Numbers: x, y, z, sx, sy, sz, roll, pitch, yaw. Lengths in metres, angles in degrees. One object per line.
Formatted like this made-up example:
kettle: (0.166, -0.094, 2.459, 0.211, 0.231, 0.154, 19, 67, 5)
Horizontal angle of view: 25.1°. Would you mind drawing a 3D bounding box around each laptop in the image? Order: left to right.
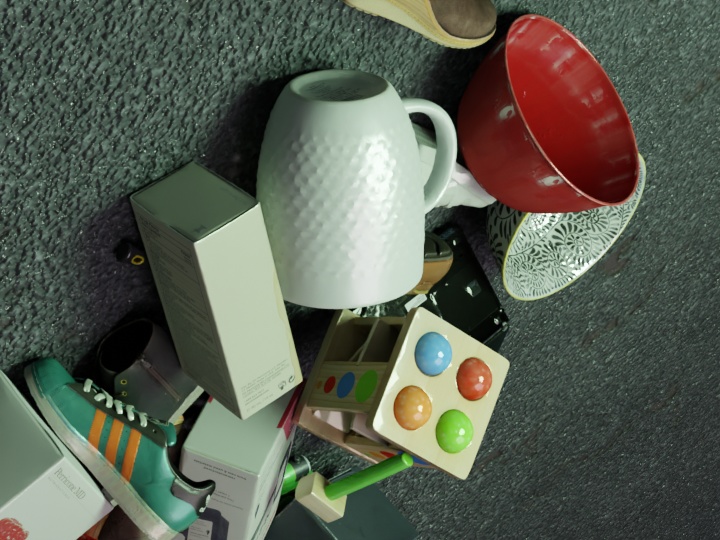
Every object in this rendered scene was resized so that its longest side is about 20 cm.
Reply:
laptop: (0.062, 0.080, 1.727, 0.177, 0.103, 0.200, -38, 108, -26)

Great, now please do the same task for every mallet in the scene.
mallet: (-0.154, 0.014, 1.467, 0.200, 0.041, 0.066, 12, 120, -49)

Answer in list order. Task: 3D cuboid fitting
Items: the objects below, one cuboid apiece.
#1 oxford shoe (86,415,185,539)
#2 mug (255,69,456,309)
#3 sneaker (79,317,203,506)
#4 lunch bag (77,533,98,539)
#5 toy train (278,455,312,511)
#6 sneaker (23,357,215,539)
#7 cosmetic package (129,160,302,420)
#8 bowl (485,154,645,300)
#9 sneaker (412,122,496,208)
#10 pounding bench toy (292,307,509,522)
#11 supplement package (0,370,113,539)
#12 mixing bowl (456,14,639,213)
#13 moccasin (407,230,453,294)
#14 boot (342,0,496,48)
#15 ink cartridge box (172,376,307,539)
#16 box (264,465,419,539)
oxford shoe: (-0.206, 0.219, 1.590, 0.071, 0.073, 0.200, -19, 148, -43)
mug: (0.003, -0.084, 1.411, 0.200, 0.148, 0.176, -18, 121, -32)
sneaker: (-0.230, 0.131, 1.487, 0.200, 0.075, 0.106, -54, 144, -1)
lunch bag: (-0.306, 0.301, 1.468, 0.176, 0.200, 0.082, -32, 143, -19)
toy train: (-0.132, 0.260, 1.781, 0.200, 0.042, 0.057, -26, 134, -29)
sneaker: (-0.209, 0.144, 1.422, 0.080, 0.200, 0.071, -40, -172, 0)
cosmetic package: (-0.122, 0.019, 1.393, 0.073, 0.103, 0.200, -32, 133, -25)
bowl: (0.198, -0.075, 1.715, 0.200, 0.094, 0.201, -30, 146, -22)
sneaker: (0.043, -0.077, 1.559, 0.200, 0.074, 0.116, 22, 112, -47)
pounding bench toy: (0.030, 0.150, 1.549, 0.124, 0.156, 0.200, 31, 72, -29)
supplement package: (-0.339, 0.208, 1.392, 0.200, 0.120, 0.121, -40, 148, -9)
mixing bowl: (0.163, -0.131, 1.545, 0.108, 0.201, 0.200, -29, 161, 35)
moccasin: (-0.001, -0.001, 1.587, 0.201, 0.074, 0.078, -4, 130, -45)
boot: (0.084, -0.277, 1.355, 0.200, 0.072, 0.167, 6, 125, -48)
ink cartridge box: (-0.127, 0.208, 1.619, 0.145, 0.084, 0.200, -64, 170, -48)
box: (-0.064, 0.338, 1.809, 0.200, 0.117, 0.197, -46, 169, 16)
